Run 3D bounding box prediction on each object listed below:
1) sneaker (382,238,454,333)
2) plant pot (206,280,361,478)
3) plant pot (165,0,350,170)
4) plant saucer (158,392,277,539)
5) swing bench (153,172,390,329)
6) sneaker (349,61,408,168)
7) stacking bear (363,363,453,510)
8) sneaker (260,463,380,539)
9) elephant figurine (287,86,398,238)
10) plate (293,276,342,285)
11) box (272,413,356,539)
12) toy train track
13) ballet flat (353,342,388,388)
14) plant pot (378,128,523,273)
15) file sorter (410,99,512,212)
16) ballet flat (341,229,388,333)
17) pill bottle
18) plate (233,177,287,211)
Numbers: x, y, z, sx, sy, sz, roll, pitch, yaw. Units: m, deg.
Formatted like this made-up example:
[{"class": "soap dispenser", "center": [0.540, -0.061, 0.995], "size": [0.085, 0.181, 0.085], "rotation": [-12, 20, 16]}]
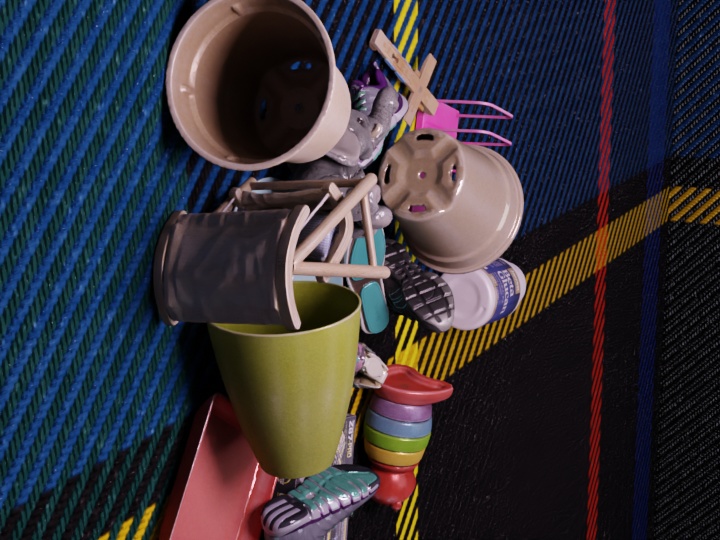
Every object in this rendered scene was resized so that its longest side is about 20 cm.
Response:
[{"class": "sneaker", "center": [0.075, 0.034, 1.798], "size": [0.074, 0.200, 0.080], "rotation": [-18, 133, -22]}, {"class": "plant pot", "center": [-0.085, 0.138, 1.475], "size": [0.187, 0.185, 0.203], "rotation": [-33, 124, -56]}, {"class": "plant pot", "center": [-0.098, -0.203, 1.422], "size": [0.183, 0.197, 0.204], "rotation": [15, 83, -74]}, {"class": "plant saucer", "center": [-0.173, 0.272, 1.514], "size": [0.200, 0.036, 0.202], "rotation": [46, 56, -57]}, {"class": "swing bench", "center": [-0.104, -0.024, 1.386], "size": [0.199, 0.197, 0.132], "rotation": [-26, 111, -51]}, {"class": "sneaker", "center": [-0.006, -0.208, 1.708], "size": [0.088, 0.074, 0.201], "rotation": [55, 40, -21]}, {"class": "stacking bear", "center": [0.055, 0.262, 1.882], "size": [0.113, 0.120, 0.203], "rotation": [-7, 111, -47]}, {"class": "sneaker", "center": [-0.056, 0.325, 1.633], "size": [0.198, 0.074, 0.089], "rotation": [-16, 122, -41]}, {"class": "elephant figurine", "center": [-0.033, -0.147, 1.577], "size": [0.155, 0.140, 0.203], "rotation": [23, 59, -61]}, {"class": "plate", "center": [-0.058, 0.048, 1.650], "size": [0.200, 0.025, 0.204], "rotation": [11, 90, -73]}, {"class": "box", "center": [-0.067, 0.305, 1.712], "size": [0.160, 0.048, 0.204], "rotation": [-2, 97, -60]}, {"class": "toy train track", "center": [0.060, -0.297, 1.853], "size": [0.200, 0.032, 0.116], "rotation": [42, 65, -51]}, {"class": "ballet flat", "center": [0.001, 0.135, 1.731], "size": [0.200, 0.070, 0.070], "rotation": [47, 62, -76]}, {"class": "plant pot", "center": [0.118, -0.114, 1.791], "size": [0.183, 0.198, 0.204], "rotation": [30, 69, -64]}, {"class": "file sorter", "center": [0.164, -0.167, 1.975], "size": [0.138, 0.124, 0.204], "rotation": [10, 87, -62]}, {"class": "ballet flat", "center": [0.000, 0.000, 1.760], "size": [0.070, 0.068, 0.202], "rotation": [-52, 145, -45]}, {"class": "pill bottle", "center": [0.216, 0.035, 2.133], "size": [0.199, 0.110, 0.113], "rotation": [-13, 107, -61]}, {"class": "plate", "center": [-0.113, -0.018, 1.580], "size": [0.199, 0.025, 0.204], "rotation": [-18, 111, -60]}]
